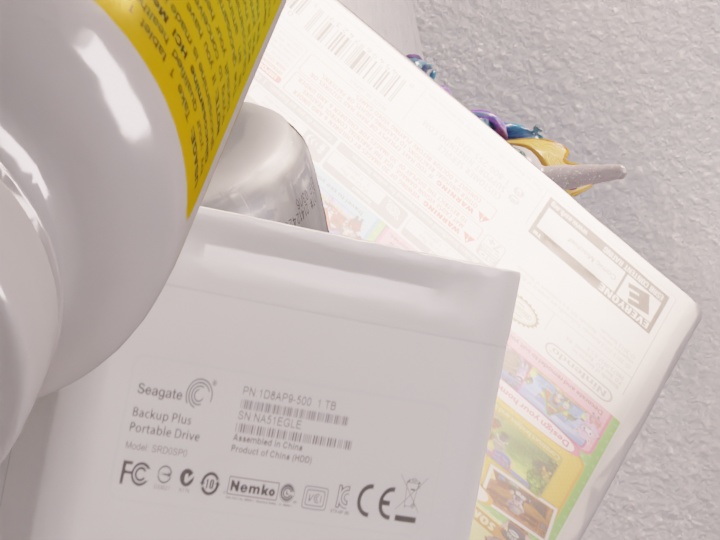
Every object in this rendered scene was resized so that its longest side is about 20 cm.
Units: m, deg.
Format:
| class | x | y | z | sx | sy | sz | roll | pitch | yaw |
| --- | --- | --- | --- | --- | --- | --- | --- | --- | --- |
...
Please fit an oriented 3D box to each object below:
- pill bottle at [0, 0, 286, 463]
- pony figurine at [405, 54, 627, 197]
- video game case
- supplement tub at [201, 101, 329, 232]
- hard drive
| class | x | y | z | sx | sy | sz | roll | pitch | yaw |
| --- | --- | --- | --- | --- | --- | --- | --- | --- | --- |
| pill bottle | -0.079 | -0.045 | 0.601 | 0.200 | 0.112 | 0.113 | -71 | 153 | -53 |
| pony figurine | -0.019 | -0.012 | 1.077 | 0.200 | 0.192 | 0.168 | -11 | 88 | -65 |
| video game case | 0.000 | 0.000 | 0.911 | 0.200 | 0.022 | 0.182 | 40 | 38 | -3 |
| supplement tub | -0.053 | 0.065 | 0.784 | 0.123 | 0.122 | 0.201 | -82 | 161 | -71 |
| hard drive | -0.034 | 0.088 | 0.707 | 0.131 | 0.027 | 0.201 | 11 | 90 | -40 |
